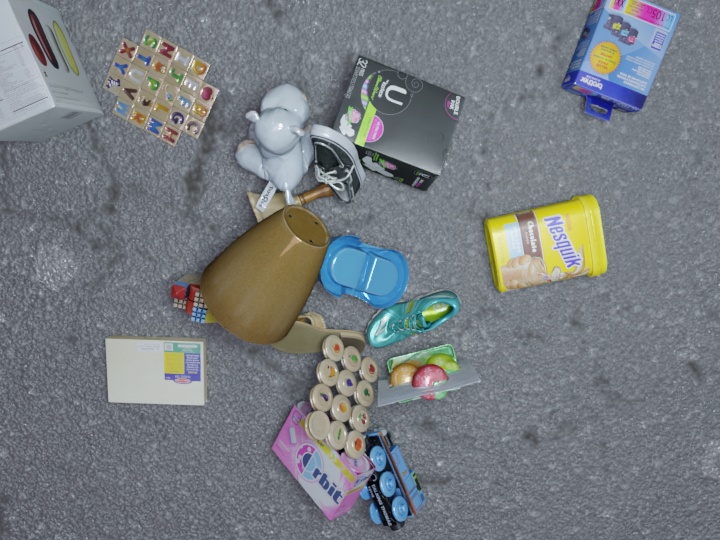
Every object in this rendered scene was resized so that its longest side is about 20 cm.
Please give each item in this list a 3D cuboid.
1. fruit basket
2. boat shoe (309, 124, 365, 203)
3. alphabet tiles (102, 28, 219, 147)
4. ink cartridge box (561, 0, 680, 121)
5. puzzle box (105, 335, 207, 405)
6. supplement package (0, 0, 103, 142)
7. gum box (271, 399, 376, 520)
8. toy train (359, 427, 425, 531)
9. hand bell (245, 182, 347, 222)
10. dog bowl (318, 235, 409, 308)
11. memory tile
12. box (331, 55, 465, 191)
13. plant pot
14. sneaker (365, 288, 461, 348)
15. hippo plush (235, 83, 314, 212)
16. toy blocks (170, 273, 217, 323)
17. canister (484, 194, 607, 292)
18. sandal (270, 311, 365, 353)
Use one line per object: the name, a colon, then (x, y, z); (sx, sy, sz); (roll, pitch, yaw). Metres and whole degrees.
fruit basket: (0.122, 0.207, 1.127); (0.182, 0.200, 0.095); (-14, 99, 3)
boat shoe: (-0.045, -0.174, 1.039); (0.073, 0.200, 0.069); (19, 78, 15)
alphabet tiles: (-0.370, -0.337, 1.130); (0.198, 0.006, 0.168); (28, 99, -4)
ink cartridge box: (0.452, -0.370, 1.082); (0.134, 0.076, 0.203); (19, 102, -3)
puzzle box: (-0.406, 0.200, 1.220); (0.196, 0.025, 0.136); (2, 100, 0)
supplement package: (-0.579, -0.342, 1.038); (0.145, 0.191, 0.203); (-21, 100, 4)
gum box: (-0.077, 0.355, 1.171); (0.200, 0.066, 0.115); (40, 113, 29)
toy train: (0.049, 0.407, 1.207); (0.086, 0.114, 0.203); (-22, 93, 35)
hand bell: (-0.103, -0.134, 1.138); (0.197, 0.104, 0.106); (-23, 100, -9)
dog bowl: (0.000, 0.000, 1.123); (0.198, 0.049, 0.113); (17, 92, -35)
memory tile: (-0.030, 0.232, 1.129); (0.017, 0.202, 0.153); (-20, 135, 40)
box: (0.059, -0.252, 1.066); (0.197, 0.124, 0.151); (21, 83, -4)
plant pot: (-0.144, -0.009, 1.029); (0.186, 0.187, 0.200); (39, 122, -6)
sneaker: (0.099, 0.091, 1.167); (0.198, 0.080, 0.078); (-26, 99, 6)
hippo plush: (-0.153, -0.226, 1.038); (0.157, 0.161, 0.202); (14, 65, 12)
toy blocks: (-0.272, 0.058, 1.136); (0.197, 0.137, 0.102); (13, 101, -1)
canister: (0.341, -0.047, 1.136); (0.197, 0.087, 0.151); (-12, 100, 4)
sandal: (-0.093, 0.115, 1.186); (0.209, 0.070, 0.078); (12, 124, -22)
